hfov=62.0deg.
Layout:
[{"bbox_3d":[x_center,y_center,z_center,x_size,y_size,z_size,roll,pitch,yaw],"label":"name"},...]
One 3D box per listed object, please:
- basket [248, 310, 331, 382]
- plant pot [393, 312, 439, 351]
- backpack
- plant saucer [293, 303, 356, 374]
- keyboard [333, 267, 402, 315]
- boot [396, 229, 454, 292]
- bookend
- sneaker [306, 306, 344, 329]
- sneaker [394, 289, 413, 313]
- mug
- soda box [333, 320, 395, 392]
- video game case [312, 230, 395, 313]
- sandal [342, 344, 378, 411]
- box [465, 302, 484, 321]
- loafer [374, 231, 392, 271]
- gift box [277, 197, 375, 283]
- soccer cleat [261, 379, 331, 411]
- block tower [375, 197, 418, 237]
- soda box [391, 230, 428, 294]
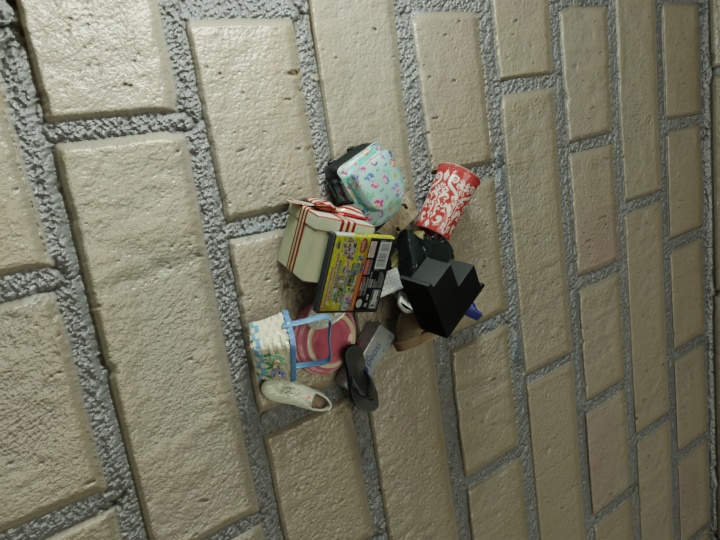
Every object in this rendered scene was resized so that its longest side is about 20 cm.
[{"bbox_3d":[-0.167,0.186,1.459,0.199,0.139,0.177,-13,134,-14],"label":"basket"},{"bbox_3d":[0.173,0.146,1.702,0.200,0.201,0.093,-24,89,-31],"label":"plant pot"},{"bbox_3d":[0.024,-0.219,1.580,0.177,0.150,0.201,-40,121,-26],"label":"backpack"},{"bbox_3d":[-0.088,0.181,1.599,0.200,0.051,0.202,-5,99,-35],"label":"plant saucer"},{"bbox_3d":[0.015,0.054,1.535,0.199,0.011,0.057,-21,94,-17],"label":"keyboard"},{"bbox_3d":[0.181,-0.015,1.635,0.162,0.073,0.199,17,56,-30],"label":"boot"},{"bbox_3d":[0.216,0.031,1.555,0.199,0.092,0.201,-50,135,-26],"label":"bookend"},{"bbox_3d":[-0.064,0.080,1.559,0.200,0.082,0.074,-40,98,-16],"label":"sneaker"},{"bbox_3d":[0.137,0.080,1.684,0.080,0.147,0.200,36,46,1],"label":"sneaker"},{"bbox_3d":[0.264,-0.185,1.759,0.177,0.133,0.201,31,81,-32],"label":"mug"},{"bbox_3d":[0.010,0.243,1.666,0.068,0.063,0.201,39,73,-30],"label":"soda box"},{"bbox_3d":[-0.015,0.007,1.446,0.180,0.025,0.201,1,111,-35],"label":"video game case"},{"bbox_3d":[0.001,0.295,1.600,0.076,0.043,0.201,-29,110,-28],"label":"sandal"},{"bbox_3d":[0.276,0.080,1.803,0.199,0.121,0.032,22,115,-34],"label":"box"},{"bbox_3d":[0.042,-0.037,1.564,0.073,0.072,0.200,-15,142,0],"label":"loafer"},{"bbox_3d":[-0.099,-0.083,1.486,0.184,0.200,0.188,7,107,-39],"label":"gift box"},{"bbox_3d":[-0.161,0.319,1.546,0.199,0.077,0.070,24,82,-34],"label":"soccer cleat"},{"bbox_3d":[0.079,-0.125,1.679,0.200,0.054,0.058,-46,118,-22],"label":"block tower"},{"bbox_3d":[0.118,-0.025,1.712,0.200,0.064,0.068,-48,119,-22],"label":"soda box"}]
